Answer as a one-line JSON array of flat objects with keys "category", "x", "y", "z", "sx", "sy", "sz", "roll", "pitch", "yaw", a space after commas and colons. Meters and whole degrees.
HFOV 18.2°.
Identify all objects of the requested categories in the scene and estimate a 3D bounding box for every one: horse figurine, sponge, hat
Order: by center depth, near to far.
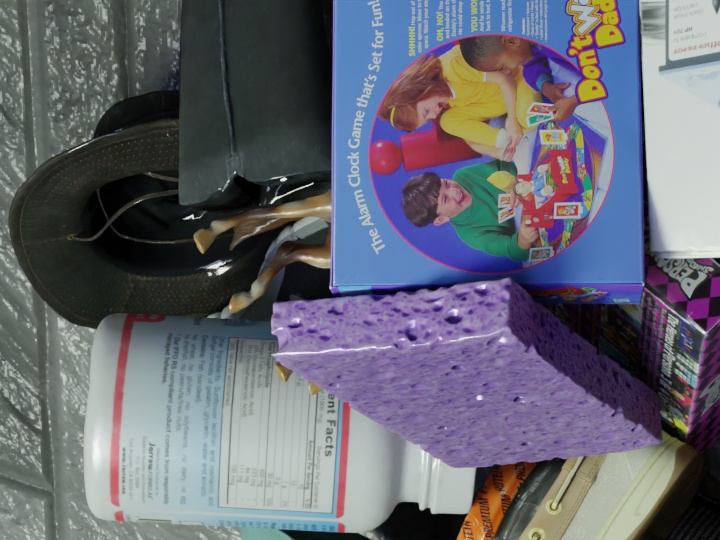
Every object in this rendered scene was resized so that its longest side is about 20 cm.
[{"category": "sponge", "x": 0.053, "y": 0.050, "z": 1.026, "sx": 0.111, "sy": 0.200, "sz": 0.030, "roll": -8, "pitch": 68, "yaw": 25}, {"category": "horse figurine", "x": 0.000, "y": 0.000, "z": 1.151, "sx": 0.200, "sy": 0.132, "sz": 0.050, "roll": 48, "pitch": 157, "yaw": 46}, {"category": "hat", "x": -0.110, "y": -0.049, "z": 1.279, "sx": 0.201, "sy": 0.200, "sz": 0.081, "roll": -45, "pitch": 43, "yaw": 40}]

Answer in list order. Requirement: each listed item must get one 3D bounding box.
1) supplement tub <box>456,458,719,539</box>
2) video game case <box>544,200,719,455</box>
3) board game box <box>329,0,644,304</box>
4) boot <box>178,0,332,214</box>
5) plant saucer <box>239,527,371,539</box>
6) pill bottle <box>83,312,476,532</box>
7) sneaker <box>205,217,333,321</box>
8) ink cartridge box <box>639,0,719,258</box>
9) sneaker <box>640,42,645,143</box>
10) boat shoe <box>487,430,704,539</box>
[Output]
[{"category": "supplement tub", "x": 0.155, "y": 0.174, "z": 1.194, "sx": 0.200, "sy": 0.123, "sz": 0.123, "roll": 27, "pitch": 125, "yaw": 21}, {"category": "video game case", "x": 0.108, "y": 0.002, "z": 1.113, "sx": 0.181, "sy": 0.036, "sz": 0.200, "roll": 43, "pitch": 166, "yaw": 20}, {"category": "board game box", "x": 0.055, "y": -0.087, "z": 0.987, "sx": 0.134, "sy": 0.045, "sz": 0.200, "roll": 0, "pitch": 79, "yaw": 4}, {"category": "boot", "x": -0.029, "y": -0.139, "z": 1.135, "sx": 0.165, "sy": 0.066, "sz": 0.200, "roll": -19, "pitch": 64, "yaw": 44}, {"category": "plant saucer", "x": 0.009, "y": 0.184, "z": 1.259, "sx": 0.200, "sy": 0.200, "sz": 0.036, "roll": 29, "pitch": 90, "yaw": 19}, {"category": "pill bottle", "x": -0.040, "y": 0.081, "z": 1.178, "sx": 0.199, "sy": 0.109, "sz": 0.109, "roll": 3, "pitch": 119, "yaw": -1}, {"category": "sneaker", "x": -0.037, "y": 0.055, "z": 1.264, "sx": 0.075, "sy": 0.116, "sz": 0.200, "roll": 18, "pitch": 142, "yaw": -24}, {"category": "ink cartridge box", "x": 0.186, "y": -0.113, "z": 0.986, "sx": 0.086, "sy": 0.146, "sz": 0.201, "roll": -1, "pitch": 98, "yaw": 31}, {"category": "sneaker", "x": 0.105, "y": -0.150, "z": 1.096, "sx": 0.074, "sy": 0.080, "sz": 0.200, "roll": -34, "pitch": 90, "yaw": 42}, {"category": "boat shoe", "x": 0.089, "y": 0.156, "z": 1.121, "sx": 0.066, "sy": 0.074, "sz": 0.200, "roll": 37, "pitch": 84, "yaw": 24}]
